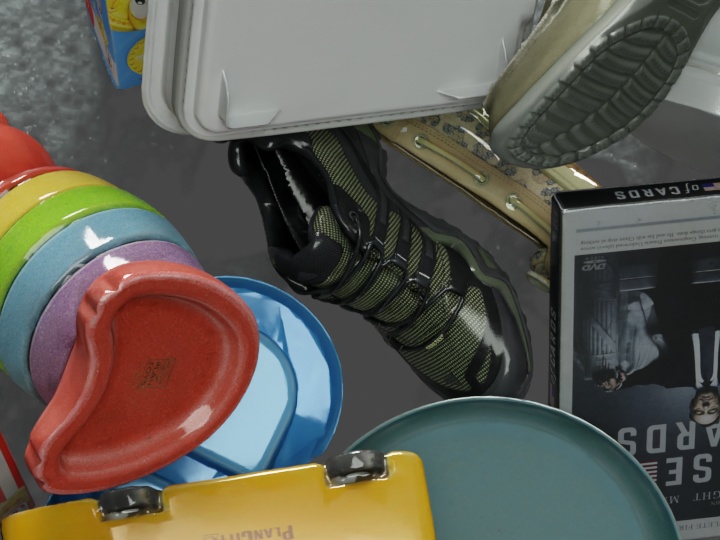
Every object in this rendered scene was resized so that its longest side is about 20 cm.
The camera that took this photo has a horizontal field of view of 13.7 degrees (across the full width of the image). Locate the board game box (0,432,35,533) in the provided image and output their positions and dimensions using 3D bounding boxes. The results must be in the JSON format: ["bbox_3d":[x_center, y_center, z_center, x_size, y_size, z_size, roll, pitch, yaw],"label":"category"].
[{"bbox_3d":[-0.231,0.120,1.384,0.151,0.200,0.046,-38,79,-10],"label":"board game box"}]

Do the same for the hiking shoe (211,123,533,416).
[{"bbox_3d":[0.000,0.000,1.475,0.200,0.076,0.101,50,37,8],"label":"hiking shoe"}]

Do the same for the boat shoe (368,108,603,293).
[{"bbox_3d":[0.087,-0.029,1.516,0.063,0.073,0.200,-43,79,-4],"label":"boat shoe"}]

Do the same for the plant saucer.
[{"bbox_3d":[0.061,0.156,1.480,0.200,0.027,0.200,0,102,1],"label":"plant saucer"}]

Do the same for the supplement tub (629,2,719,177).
[{"bbox_3d":[0.216,-0.150,1.506,0.144,0.144,0.200,25,81,-4],"label":"supplement tub"}]

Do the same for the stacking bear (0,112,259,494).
[{"bbox_3d":[-0.147,-0.001,1.430,0.114,0.200,0.122,-1,123,-43],"label":"stacking bear"}]

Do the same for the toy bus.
[{"bbox_3d":[-0.066,0.134,1.411,0.200,0.078,0.065,-9,75,-6],"label":"toy bus"}]

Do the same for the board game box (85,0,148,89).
[{"bbox_3d":[-0.039,-0.187,1.448,0.200,0.196,0.056,-17,62,-8],"label":"board game box"}]

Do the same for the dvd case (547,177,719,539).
[{"bbox_3d":[0.167,0.046,1.481,0.150,0.025,0.200,-6,120,-8],"label":"dvd case"}]

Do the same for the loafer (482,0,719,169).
[{"bbox_3d":[0.127,-0.134,1.429,0.200,0.075,0.070,-49,51,9],"label":"loafer"}]

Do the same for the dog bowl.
[{"bbox_3d":[-0.086,0.100,1.484,0.111,0.050,0.200,27,81,-4],"label":"dog bowl"}]

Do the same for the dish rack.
[{"bbox_3d":[0.001,-0.135,1.402,0.200,0.044,0.172,-9,128,-23],"label":"dish rack"}]
